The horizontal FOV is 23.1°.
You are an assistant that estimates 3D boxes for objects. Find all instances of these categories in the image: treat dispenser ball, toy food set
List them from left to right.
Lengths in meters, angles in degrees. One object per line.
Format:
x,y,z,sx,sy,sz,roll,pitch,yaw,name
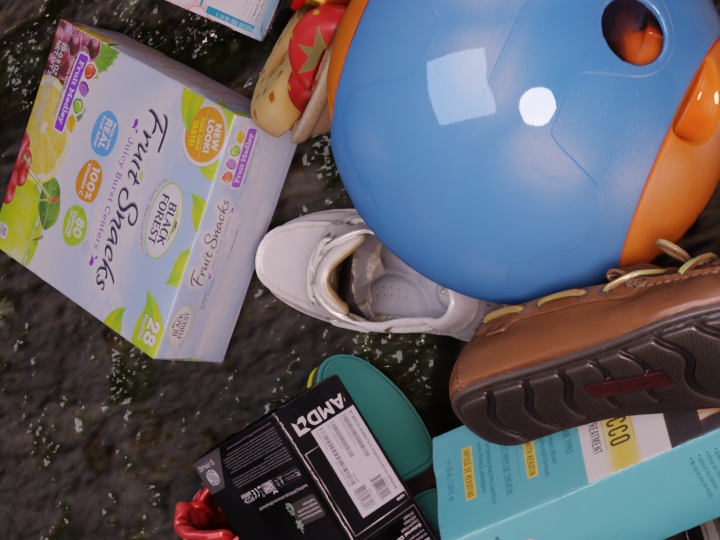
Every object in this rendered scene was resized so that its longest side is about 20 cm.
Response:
-0.008,-0.167,0.999,0.200,0.049,0.198,-138,69,-84,toy food set
0.082,-0.084,0.866,0.201,0.201,0.201,-5,83,43,treat dispenser ball

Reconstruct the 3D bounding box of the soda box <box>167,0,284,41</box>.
-0.066,-0.189,1.028,0.068,0.200,0.064,23,107,-4,soda box

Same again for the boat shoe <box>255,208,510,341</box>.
0.000,0.000,1.026,0.200,0.069,0.071,8,93,44,boat shoe

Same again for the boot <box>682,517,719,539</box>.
0.156,0.198,0.862,0.154,0.073,0.204,-35,62,39,boot

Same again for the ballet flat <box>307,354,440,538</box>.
0.026,0.136,1.000,0.200,0.067,0.067,49,140,32,ballet flat

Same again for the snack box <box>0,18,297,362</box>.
-0.147,-0.056,1.172,0.200,0.068,0.169,29,105,39,snack box

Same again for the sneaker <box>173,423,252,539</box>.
-0.086,0.165,1.082,0.077,0.085,0.200,46,116,37,sneaker

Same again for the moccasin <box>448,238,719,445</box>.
0.134,0.025,0.792,0.201,0.074,0.078,-22,39,39,moccasin

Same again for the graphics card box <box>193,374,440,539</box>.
-0.003,0.164,0.956,0.200,0.051,0.125,57,149,2,graphics card box

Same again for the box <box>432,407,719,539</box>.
0.134,0.081,0.825,0.200,0.049,0.082,-26,31,15,box
